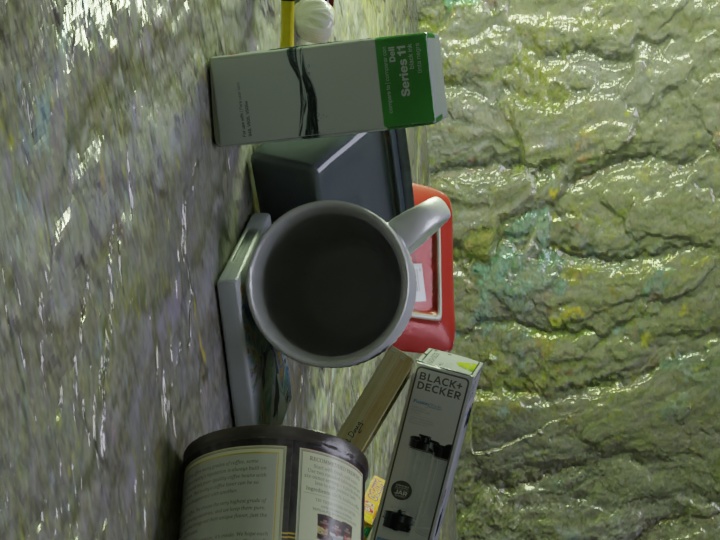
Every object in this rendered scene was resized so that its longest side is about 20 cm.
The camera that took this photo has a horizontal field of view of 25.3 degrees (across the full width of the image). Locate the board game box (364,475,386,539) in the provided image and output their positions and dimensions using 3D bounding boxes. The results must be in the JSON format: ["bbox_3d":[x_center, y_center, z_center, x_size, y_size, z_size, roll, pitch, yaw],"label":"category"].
[{"bbox_3d":[-0.018,0.302,1.663,0.201,0.030,0.096,-63,177,22],"label":"board game box"}]

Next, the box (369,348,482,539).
[{"bbox_3d":[0.065,0.184,1.581,0.117,0.060,0.201,-14,119,-81],"label":"box"}]

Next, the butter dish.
[{"bbox_3d":[0.000,0.000,1.865,0.199,0.147,0.201,9,74,-39],"label":"butter dish"}]

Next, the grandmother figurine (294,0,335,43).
[{"bbox_3d":[-0.047,-0.325,1.894,0.200,0.060,0.122,-85,161,-58],"label":"grandmother figurine"}]

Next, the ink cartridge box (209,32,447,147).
[{"bbox_3d":[-0.027,-0.166,1.464,0.147,0.199,0.084,-52,136,-79],"label":"ink cartridge box"}]

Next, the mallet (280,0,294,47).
[{"bbox_3d":[-0.067,-0.231,1.674,0.041,0.065,0.201,-73,160,-65],"label":"mallet"}]

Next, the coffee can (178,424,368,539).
[{"bbox_3d":[-0.070,0.237,1.211,0.147,0.145,0.201,74,16,-60],"label":"coffee can"}]

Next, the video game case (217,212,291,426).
[{"bbox_3d":[-0.097,0.069,1.516,0.182,0.022,0.201,-73,159,-68],"label":"video game case"}]

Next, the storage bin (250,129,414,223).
[{"bbox_3d":[-0.042,-0.078,1.636,0.134,0.145,0.201,-43,137,-43],"label":"storage bin"}]

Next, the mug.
[{"bbox_3d":[0.001,0.000,1.488,0.148,0.200,0.175,52,3,7],"label":"mug"}]

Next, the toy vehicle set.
[{"bbox_3d":[-0.013,0.168,1.473,0.201,0.026,0.124,-59,175,-10],"label":"toy vehicle set"}]
